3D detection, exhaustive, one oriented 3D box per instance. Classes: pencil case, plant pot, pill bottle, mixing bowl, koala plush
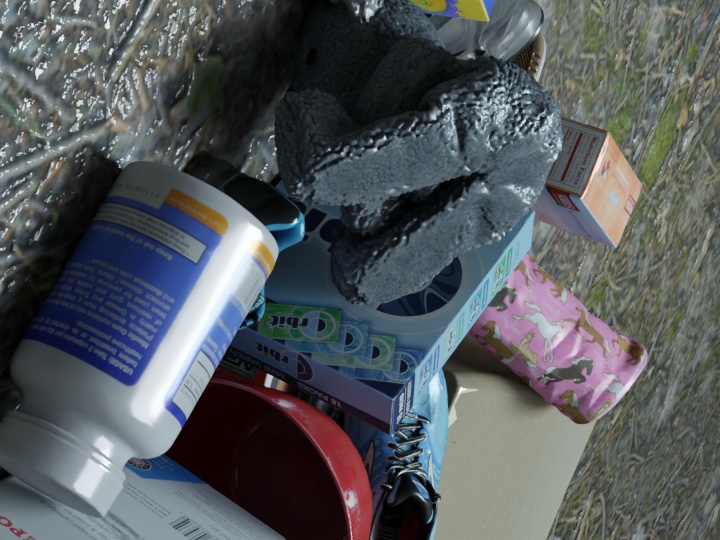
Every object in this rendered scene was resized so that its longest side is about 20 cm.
[{"bbox_3d":[0.126,0.030,1.804,0.087,0.200,0.083,-48,-169,-3],"label":"pencil case"},{"bbox_3d":[0.040,0.136,1.882,0.177,0.200,0.200,23,90,-57],"label":"plant pot"},{"bbox_3d":[-0.143,0.044,1.441,0.200,0.112,0.112,-60,158,-15],"label":"pill bottle"},{"bbox_3d":[-0.067,0.159,1.608,0.108,0.200,0.200,-20,130,-58],"label":"mixing bowl"},{"bbox_3d":[0.022,-0.117,1.590,0.184,0.200,0.177,-26,141,0],"label":"koala plush"}]

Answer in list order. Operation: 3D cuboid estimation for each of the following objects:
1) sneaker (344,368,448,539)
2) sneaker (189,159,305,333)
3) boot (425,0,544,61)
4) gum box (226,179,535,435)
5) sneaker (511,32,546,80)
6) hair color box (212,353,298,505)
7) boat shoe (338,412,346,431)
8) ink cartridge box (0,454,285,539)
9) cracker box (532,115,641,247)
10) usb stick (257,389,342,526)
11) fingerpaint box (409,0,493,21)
[{"bbox_3d":[0.034,0.145,1.662,0.090,0.078,0.200,160,-62,-69],"label":"sneaker"},{"bbox_3d":[-0.111,0.024,1.537,0.200,0.082,0.073,-61,160,-11],"label":"sneaker"},{"bbox_3d":[0.110,-0.215,1.744,0.200,0.070,0.132,-31,152,13],"label":"boot"},{"bbox_3d":[0.000,0.000,1.651,0.200,0.170,0.045,-51,158,-34],"label":"gum box"},{"bbox_3d":[0.101,-0.104,1.924,0.200,0.071,0.112,-61,155,5],"label":"sneaker"},{"bbox_3d":[-0.083,0.124,1.730,0.101,0.061,0.200,-28,135,-57],"label":"hair color box"},{"bbox_3d":[-0.005,0.075,1.780,0.072,0.065,0.200,23,65,-53],"label":"boat shoe"},{"bbox_3d":[-0.162,0.190,1.483,0.200,0.145,0.084,-23,143,-61],"label":"ink cartridge box"},{"bbox_3d":[0.098,-0.089,1.754,0.058,0.200,0.134,-66,159,-7],"label":"cracker box"},{"bbox_3d":[-0.037,0.114,1.700,0.200,0.033,0.055,-69,166,7],"label":"usb stick"},{"bbox_3d":[0.058,-0.288,1.591,0.200,0.073,0.167,60,43,-64],"label":"fingerpaint box"}]
